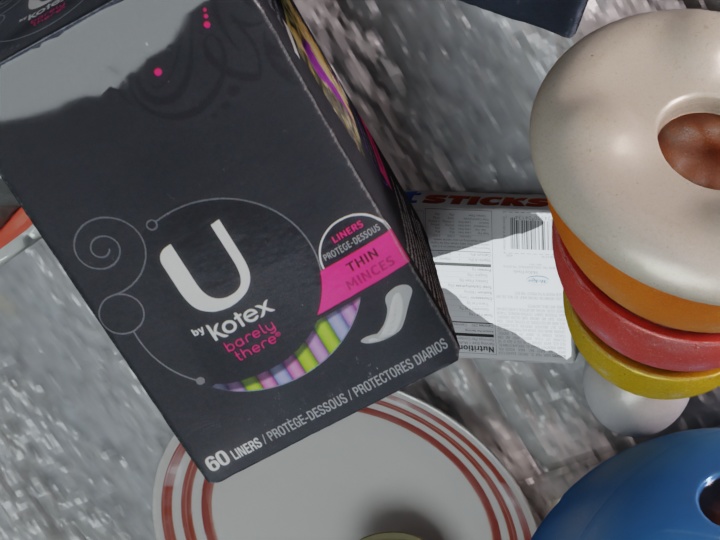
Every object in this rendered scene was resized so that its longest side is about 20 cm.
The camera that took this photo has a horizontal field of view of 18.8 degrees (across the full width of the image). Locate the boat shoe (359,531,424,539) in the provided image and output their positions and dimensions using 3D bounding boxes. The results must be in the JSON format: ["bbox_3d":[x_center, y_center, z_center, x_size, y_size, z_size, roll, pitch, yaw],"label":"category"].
[{"bbox_3d":[0.028,0.226,1.044,0.072,0.065,0.202,-10,106,6],"label":"boat shoe"}]

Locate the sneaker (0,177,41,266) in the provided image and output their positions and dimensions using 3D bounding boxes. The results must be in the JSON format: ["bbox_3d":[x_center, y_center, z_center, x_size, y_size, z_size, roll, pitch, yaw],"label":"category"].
[{"bbox_3d":[-0.150,-0.063,0.970,0.200,0.077,0.082,-39,95,22],"label":"sneaker"}]

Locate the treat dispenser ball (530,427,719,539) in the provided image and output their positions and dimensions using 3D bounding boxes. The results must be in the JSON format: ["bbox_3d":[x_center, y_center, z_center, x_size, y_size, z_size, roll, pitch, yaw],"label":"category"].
[{"bbox_3d":[0.157,0.169,0.931,0.199,0.201,0.202,8,124,12],"label":"treat dispenser ball"}]

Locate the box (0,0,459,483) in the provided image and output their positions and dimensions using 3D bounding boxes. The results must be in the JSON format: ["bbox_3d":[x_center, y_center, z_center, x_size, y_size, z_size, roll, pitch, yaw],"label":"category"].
[{"bbox_3d":[-0.060,-0.038,0.868,0.122,0.106,0.201,-28,116,8],"label":"box"}]

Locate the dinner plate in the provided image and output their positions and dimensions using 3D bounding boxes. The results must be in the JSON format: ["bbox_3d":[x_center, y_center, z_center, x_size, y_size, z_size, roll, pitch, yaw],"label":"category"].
[{"bbox_3d":[-0.006,0.130,1.067,0.198,0.024,0.202,9,124,13],"label":"dinner plate"}]

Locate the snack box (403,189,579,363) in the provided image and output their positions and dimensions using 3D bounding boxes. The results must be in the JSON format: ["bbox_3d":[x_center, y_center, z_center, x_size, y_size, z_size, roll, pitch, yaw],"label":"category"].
[{"bbox_3d":[0.000,0.000,0.976,0.198,0.024,0.073,3,112,16],"label":"snack box"}]

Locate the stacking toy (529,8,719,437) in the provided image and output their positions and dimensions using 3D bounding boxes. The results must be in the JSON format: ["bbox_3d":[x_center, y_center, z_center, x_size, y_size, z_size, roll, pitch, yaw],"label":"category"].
[{"bbox_3d":[0.126,0.006,0.900,0.145,0.147,0.201,18,140,6],"label":"stacking toy"}]

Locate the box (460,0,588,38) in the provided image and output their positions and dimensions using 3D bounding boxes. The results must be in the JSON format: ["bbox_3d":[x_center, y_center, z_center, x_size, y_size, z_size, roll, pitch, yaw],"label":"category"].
[{"bbox_3d":[0.018,-0.212,0.748,0.198,0.118,0.197,18,142,-1],"label":"box"}]
